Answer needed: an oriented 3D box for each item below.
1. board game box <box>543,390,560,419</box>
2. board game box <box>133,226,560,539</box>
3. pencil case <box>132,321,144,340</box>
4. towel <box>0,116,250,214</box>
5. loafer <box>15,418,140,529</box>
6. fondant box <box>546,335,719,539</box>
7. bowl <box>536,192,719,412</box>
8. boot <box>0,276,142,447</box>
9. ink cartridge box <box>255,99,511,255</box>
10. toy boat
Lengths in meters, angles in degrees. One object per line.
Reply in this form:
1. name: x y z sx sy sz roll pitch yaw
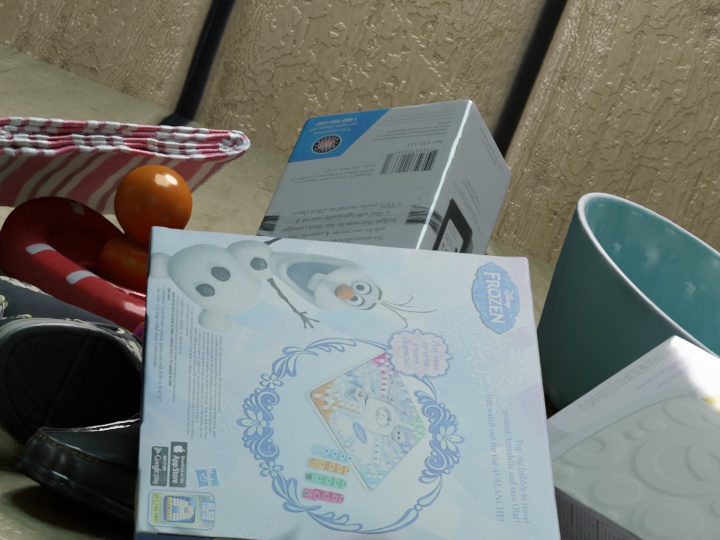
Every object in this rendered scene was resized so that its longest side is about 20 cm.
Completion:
1. board game box: 0.171 0.132 1.377 0.135 0.034 0.199 48 22 29
2. board game box: -0.009 0.069 1.098 0.197 0.044 0.201 4 45 -6
3. pencil case: -0.044 0.036 1.358 0.199 0.089 0.088 -25 37 -35
4. towel: -0.191 -0.064 1.526 0.199 0.030 0.146 1 -16 -27
5. loafer: -0.095 0.091 1.151 0.073 0.073 0.200 26 8 34
6. fondant box: 0.189 0.123 1.140 0.144 0.059 0.199 -30 44 -33
7. bowl: 0.185 0.056 1.364 0.200 0.105 0.201 31 19 -12
8. boot: -0.180 0.049 1.220 0.153 0.074 0.203 24 1 32
9. ink cartridge box: 0.000 0.000 1.271 0.115 0.201 0.067 -4 -44 29
10. toy boat: -0.151 -0.007 1.470 0.130 0.131 0.200 15 9 -45
